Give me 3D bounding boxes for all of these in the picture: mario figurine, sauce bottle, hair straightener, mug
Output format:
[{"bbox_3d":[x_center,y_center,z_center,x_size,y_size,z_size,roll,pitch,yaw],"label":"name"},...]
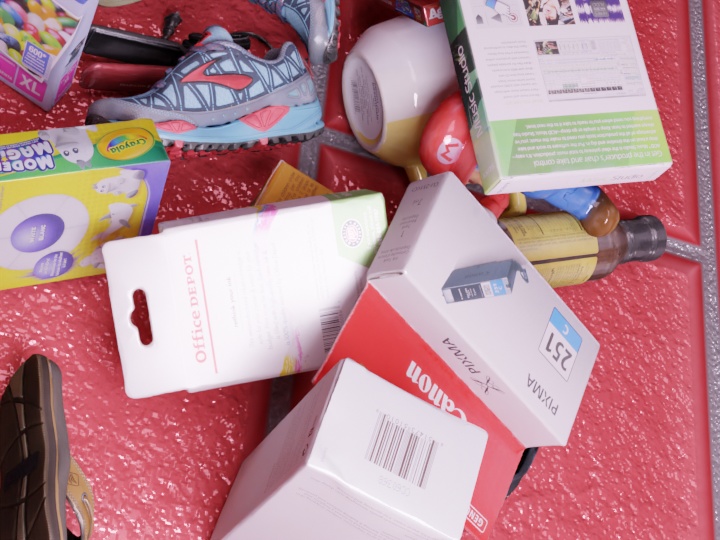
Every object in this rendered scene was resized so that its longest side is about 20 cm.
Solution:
[{"bbox_3d":[0.134,-0.077,1.055,0.198,0.106,0.125,11,72,-32],"label":"mario figurine"},{"bbox_3d":[0.174,-0.018,1.154,0.198,0.065,0.066,-5,67,-32],"label":"sauce bottle"},{"bbox_3d":[-0.134,-0.181,1.106,0.197,0.041,0.078,-2,66,-27],"label":"hair straightener"},{"bbox_3d":[0.076,-0.139,1.128,0.151,0.150,0.188,-14,65,-22],"label":"mug"}]

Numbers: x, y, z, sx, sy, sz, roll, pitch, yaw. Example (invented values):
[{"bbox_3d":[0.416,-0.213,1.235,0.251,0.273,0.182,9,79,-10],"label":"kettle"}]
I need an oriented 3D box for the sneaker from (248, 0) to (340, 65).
[{"bbox_3d":[-0.084,-0.245,1.153,0.094,0.080,0.202,-21,65,-15],"label":"sneaker"}]

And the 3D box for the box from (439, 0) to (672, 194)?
[{"bbox_3d":[0.139,-0.158,1.016,0.142,0.036,0.203,-5,71,-19],"label":"box"}]

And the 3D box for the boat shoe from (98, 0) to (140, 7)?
[{"bbox_3d":[-0.137,-0.269,1.087,0.198,0.063,0.074,-17,79,-1],"label":"boat shoe"}]

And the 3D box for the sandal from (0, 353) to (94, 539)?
[{"bbox_3d":[-0.204,0.153,0.892,0.054,0.081,0.202,22,47,-39],"label":"sandal"}]

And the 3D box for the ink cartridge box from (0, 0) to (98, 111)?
[{"bbox_3d":[-0.245,-0.207,0.970,0.119,0.200,0.042,34,54,-4],"label":"ink cartridge box"}]

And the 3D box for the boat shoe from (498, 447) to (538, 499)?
[{"bbox_3d":[0.124,0.091,1.073,0.074,0.066,0.201,33,55,-6],"label":"boat shoe"}]

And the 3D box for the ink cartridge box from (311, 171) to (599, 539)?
[{"bbox_3d":[0.076,0.064,0.959,0.200,0.044,0.178,45,55,-28],"label":"ink cartridge box"}]

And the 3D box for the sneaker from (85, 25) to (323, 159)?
[{"bbox_3d":[-0.124,-0.136,1.049,0.198,0.079,0.097,-9,89,-38],"label":"sneaker"}]

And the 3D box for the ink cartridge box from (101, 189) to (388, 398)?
[{"bbox_3d":[-0.077,0.015,0.970,0.197,0.067,0.119,-9,99,-10],"label":"ink cartridge box"}]

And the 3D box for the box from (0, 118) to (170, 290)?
[{"bbox_3d":[-0.237,-0.040,0.936,0.197,0.118,0.049,-9,54,-28],"label":"box"}]

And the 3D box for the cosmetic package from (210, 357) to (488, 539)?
[{"bbox_3d":[-0.013,0.149,0.897,0.112,0.200,0.082,29,57,-12],"label":"cosmetic package"}]

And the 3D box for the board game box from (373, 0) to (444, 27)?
[{"bbox_3d":[0.066,-0.243,1.145,0.102,0.200,0.020,-19,114,-12],"label":"board game box"}]

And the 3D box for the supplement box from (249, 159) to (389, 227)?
[{"bbox_3d":[0.000,0.000,1.061,0.198,0.067,0.069,30,56,-9],"label":"supplement box"}]
